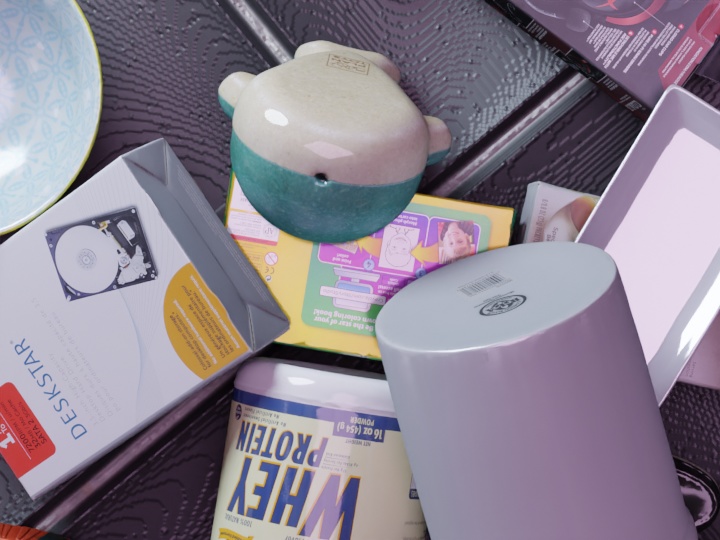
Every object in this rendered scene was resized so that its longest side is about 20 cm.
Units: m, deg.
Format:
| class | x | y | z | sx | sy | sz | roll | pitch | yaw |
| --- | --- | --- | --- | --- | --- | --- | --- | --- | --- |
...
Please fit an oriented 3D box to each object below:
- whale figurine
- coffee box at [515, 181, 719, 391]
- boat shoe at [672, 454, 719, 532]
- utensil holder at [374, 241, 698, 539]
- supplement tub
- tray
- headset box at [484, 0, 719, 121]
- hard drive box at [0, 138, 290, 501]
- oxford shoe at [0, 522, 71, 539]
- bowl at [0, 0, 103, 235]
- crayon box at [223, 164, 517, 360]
| class | x | y | z | sx | sy | sz | roll | pitch | yaw |
| --- | --- | --- | --- | --- | --- | --- | --- | --- | --- |
| whale figurine | -0.020 | -0.088 | 1.505 | 0.159 | 0.200 | 0.104 | 12 | 115 | -3 |
| coffee box | 0.203 | 0.015 | 1.554 | 0.199 | 0.080 | 0.115 | 12 | 90 | -2 |
| boat shoe | 0.154 | 0.154 | 1.564 | 0.201 | 0.063 | 0.074 | 9 | 89 | -3 |
| utensil holder | 0.109 | 0.104 | 1.423 | 0.169 | 0.170 | 0.201 | -17 | 111 | -2 |
| supplement tub | -0.026 | 0.166 | 1.515 | 0.145 | 0.145 | 0.201 | 9 | 89 | -2 |
| tray | 0.199 | -0.013 | 1.503 | 0.107 | 0.022 | 0.200 | 32 | 89 | -2 |
| headset box | 0.183 | -0.208 | 1.556 | 0.200 | 0.075 | 0.149 | 36 | 89 | -1 |
| hard drive box | -0.174 | 0.033 | 1.510 | 0.200 | 0.077 | 0.156 | -35 | 90 | 22 |
| oxford shoe | -0.298 | 0.205 | 1.546 | 0.199 | 0.071 | 0.073 | 11 | 95 | -2 |
| bowl | -0.268 | -0.118 | 1.526 | 0.199 | 0.108 | 0.201 | 0 | 90 | -1 |
| crayon box | 0.000 | 0.000 | 1.559 | 0.199 | 0.058 | 0.119 | 10 | 90 | -2 |
